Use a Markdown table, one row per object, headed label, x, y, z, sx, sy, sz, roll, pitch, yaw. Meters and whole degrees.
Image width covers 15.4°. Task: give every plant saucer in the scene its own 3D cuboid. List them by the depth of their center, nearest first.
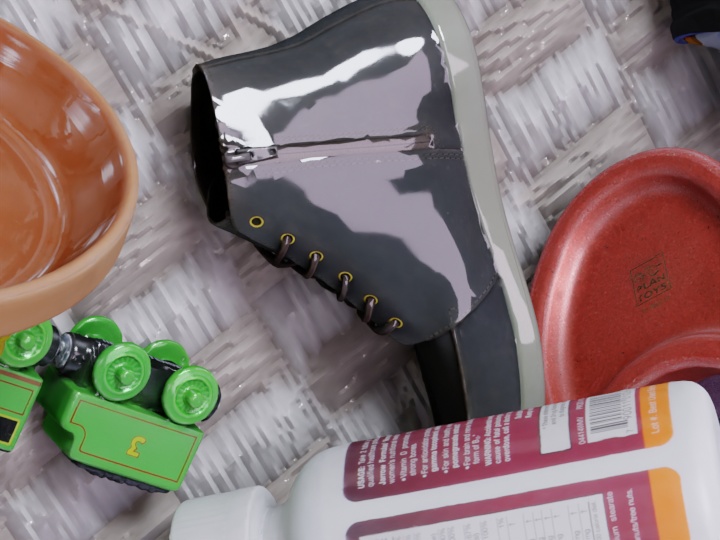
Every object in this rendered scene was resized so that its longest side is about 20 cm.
| label | x | y | z | sx | sy | sz | roll | pitch | yaw |
| --- | --- | --- | --- | --- | --- | --- | --- | --- | --- |
| plant saucer | -0.168 | -0.037 | 0.824 | 0.199 | 0.201 | 0.032 | 0 | 126 | -31 |

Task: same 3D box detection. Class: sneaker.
| label | x | y | z | sx | sy | sz | roll | pitch | yaw |
| --- | --- | --- | --- | --- | --- | --- | --- | --- | --- |
| sneaker | 0.000 | 0.000 | 1.002 | 0.106 | 0.075 | 0.201 | -18 | 105 | -16 |

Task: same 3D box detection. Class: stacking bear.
| label | x | y | z | sx | sy | sz | roll | pitch | yaw |
| --- | --- | --- | --- | --- | --- | --- | --- | --- | --- |
| stacking bear | 0.168 | 0.039 | 1.081 | 0.200 | 0.121 | 0.114 | 30 | 41 | -42 |

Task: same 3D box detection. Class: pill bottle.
| label | x | y | z | sx | sy | sz | roll | pitch | yaw |
| --- | --- | --- | --- | --- | --- | --- | --- | --- | --- |
| pill bottle | 0.038 | 0.110 | 0.964 | 0.199 | 0.110 | 0.110 | -11 | 107 | 9 |

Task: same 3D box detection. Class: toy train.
| label | x | y | z | sx | sy | sz | roll | pitch | yaw |
| --- | --- | --- | --- | --- | --- | --- | --- | --- | --- |
| toy train | -0.138 | 0.031 | 0.936 | 0.199 | 0.042 | 0.057 | 21 | 98 | -31 |

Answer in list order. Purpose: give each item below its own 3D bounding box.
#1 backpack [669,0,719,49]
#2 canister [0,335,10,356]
| label | x | y | z | sx | sy | sz | roll | pitch | yaw |
| --- | --- | --- | --- | --- | --- | --- | --- | --- | --- |
| backpack | 0.235 | -0.128 | 1.051 | 0.190 | 0.199 | 0.155 | -25 | 115 | -32 |
| canister | -0.199 | 0.085 | 0.855 | 0.148 | 0.087 | 0.201 | 1 | 112 | -27 |
